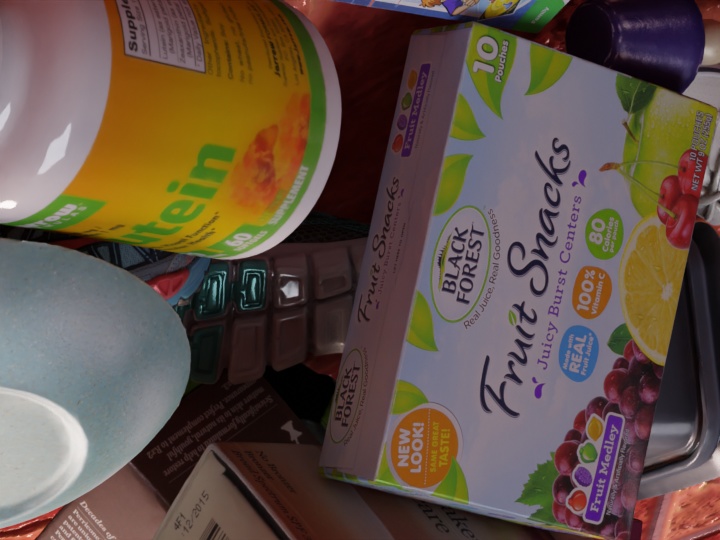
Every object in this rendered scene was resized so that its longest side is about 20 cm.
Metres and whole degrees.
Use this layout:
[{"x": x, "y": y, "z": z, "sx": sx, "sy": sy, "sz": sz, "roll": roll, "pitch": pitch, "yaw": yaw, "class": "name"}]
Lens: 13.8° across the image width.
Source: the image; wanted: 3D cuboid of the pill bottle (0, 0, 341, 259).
[{"x": -0.112, "y": -0.069, "z": 1.152, "sx": 0.200, "sy": 0.111, "sz": 0.111, "roll": 9, "pitch": 137, "yaw": -47, "class": "pill bottle"}]

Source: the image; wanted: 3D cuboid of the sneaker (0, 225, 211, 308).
[{"x": -0.129, "y": -0.024, "z": 1.248, "sx": 0.200, "sy": 0.079, "sz": 0.096, "roll": -21, "pitch": 125, "yaw": -50, "class": "sneaker"}]

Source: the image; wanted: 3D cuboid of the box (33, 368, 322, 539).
[{"x": -0.108, "y": 0.136, "z": 1.419, "sx": 0.100, "sy": 0.075, "sz": 0.200, "roll": -34, "pitch": 172, "yaw": -46, "class": "box"}]

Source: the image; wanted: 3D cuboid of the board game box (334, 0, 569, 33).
[{"x": 0.082, "y": -0.179, "z": 1.206, "sx": 0.135, "sy": 0.035, "sz": 0.200, "roll": 4, "pitch": 141, "yaw": -43, "class": "board game box"}]

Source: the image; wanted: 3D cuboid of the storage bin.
[{"x": 0.083, "y": 0.043, "z": 1.483, "sx": 0.134, "sy": 0.146, "sz": 0.200, "roll": -1, "pitch": 170, "yaw": -22, "class": "storage bin"}]

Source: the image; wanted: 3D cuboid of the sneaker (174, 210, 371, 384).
[{"x": 0.000, "y": 0.000, "z": 1.369, "sx": 0.199, "sy": 0.091, "sz": 0.078, "roll": 1, "pitch": 115, "yaw": -9, "class": "sneaker"}]

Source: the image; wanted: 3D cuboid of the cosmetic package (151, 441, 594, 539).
[{"x": 0.011, "y": 0.140, "z": 1.316, "sx": 0.200, "sy": 0.103, "sz": 0.087, "roll": 5, "pitch": 123, "yaw": -48, "class": "cosmetic package"}]

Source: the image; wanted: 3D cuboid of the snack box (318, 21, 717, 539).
[{"x": 0.070, "y": 0.007, "z": 1.300, "sx": 0.142, "sy": 0.201, "sz": 0.053, "roll": 15, "pitch": 173, "yaw": -31, "class": "snack box"}]

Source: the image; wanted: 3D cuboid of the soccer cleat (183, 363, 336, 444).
[{"x": -0.024, "y": 0.094, "z": 1.457, "sx": 0.200, "sy": 0.068, "sz": 0.081, "roll": 46, "pitch": 141, "yaw": -21, "class": "soccer cleat"}]

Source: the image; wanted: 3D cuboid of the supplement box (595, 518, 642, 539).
[{"x": 0.045, "y": 0.174, "z": 1.602, "sx": 0.200, "sy": 0.111, "sz": 0.086, "roll": 5, "pitch": 178, "yaw": 42, "class": "supplement box"}]

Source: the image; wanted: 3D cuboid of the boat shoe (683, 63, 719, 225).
[{"x": 0.175, "y": -0.058, "z": 1.456, "sx": 0.071, "sy": 0.070, "sz": 0.200, "roll": -41, "pitch": 149, "yaw": 28, "class": "boat shoe"}]

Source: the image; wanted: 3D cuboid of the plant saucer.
[{"x": -0.165, "y": 0.061, "z": 1.190, "sx": 0.200, "sy": 0.039, "sz": 0.201, "roll": -7, "pitch": 145, "yaw": -5, "class": "plant saucer"}]

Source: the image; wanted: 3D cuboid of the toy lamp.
[{"x": 0.178, "y": -0.105, "z": 1.393, "sx": 0.200, "sy": 0.058, "sz": 0.058, "roll": 0, "pitch": 143, "yaw": -39, "class": "toy lamp"}]
